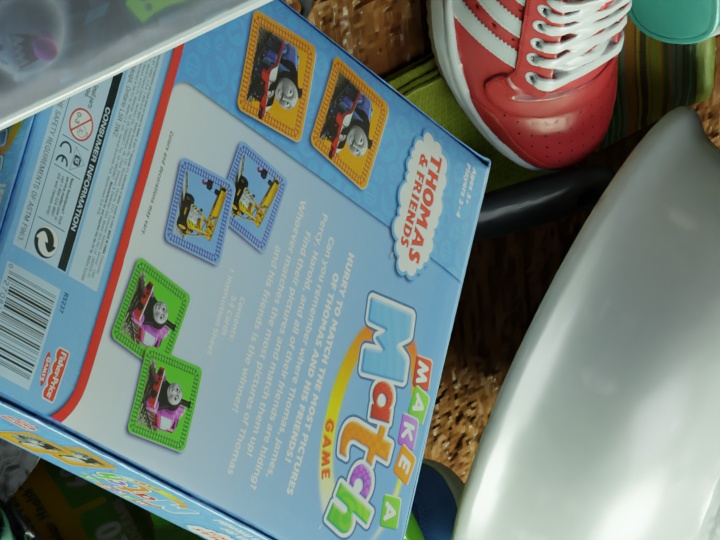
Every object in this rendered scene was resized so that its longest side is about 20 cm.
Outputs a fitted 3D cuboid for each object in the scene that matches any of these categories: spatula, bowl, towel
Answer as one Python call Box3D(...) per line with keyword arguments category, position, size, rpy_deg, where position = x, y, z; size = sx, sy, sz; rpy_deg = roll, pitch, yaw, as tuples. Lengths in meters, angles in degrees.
Box3D(category="spatula", position=(0.000, 0.000, 0.880), size=(0.199, 0.021, 0.057), rpy_deg=(-23, 143, -8))
Box3D(category="bowl", position=(0.119, 0.047, 0.939), size=(0.202, 0.090, 0.202), rpy_deg=(-56, 163, -26))
Box3D(category="towel", position=(0.053, -0.055, 0.918), size=(0.199, 0.018, 0.086), rpy_deg=(-29, 138, -19))

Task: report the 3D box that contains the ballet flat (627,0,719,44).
Box3D(category="ballet flat", position=(0.110, -0.170, 0.837), size=(0.069, 0.069, 0.201), rpy_deg=(-29, 138, -19))

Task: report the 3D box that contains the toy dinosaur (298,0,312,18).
Box3D(category="toy dinosaur", position=(-0.040, -0.138, 0.691), size=(0.200, 0.077, 0.103), rpy_deg=(22, 91, -55))

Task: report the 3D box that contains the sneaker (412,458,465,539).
Box3D(category="sneaker", position=(-0.043, 0.148, 0.962), size=(0.200, 0.077, 0.111), rpy_deg=(-45, 151, 10))

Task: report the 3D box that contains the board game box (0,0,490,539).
Box3D(category="board game box", position=(-0.041, -0.004, 0.722), size=(0.200, 0.036, 0.152), rpy_deg=(34, 64, -46))

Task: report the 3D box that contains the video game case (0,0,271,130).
Box3D(category="video game case", position=(-0.068, -0.159, 0.630), size=(0.181, 0.023, 0.201), rpy_deg=(-27, 103, -19))

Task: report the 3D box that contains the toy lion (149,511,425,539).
Box3D(category="toy lion", position=(-0.012, 0.120, 0.850), size=(0.068, 0.193, 0.200), rpy_deg=(-17, -175, 17))

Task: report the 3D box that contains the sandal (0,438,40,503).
Box3D(category="sandal", position=(-0.118, 0.016, 0.799), size=(0.075, 0.048, 0.201), rpy_deg=(43, 80, -17))

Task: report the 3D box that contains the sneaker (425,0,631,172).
Box3D(category="sneaker", position=(0.077, -0.098, 0.812), size=(0.071, 0.112, 0.201), rpy_deg=(-32, 133, -20))

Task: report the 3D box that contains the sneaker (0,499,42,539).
Box3D(category="sneaker", position=(-0.128, 0.074, 0.706), size=(0.199, 0.074, 0.088), rpy_deg=(17, 106, -46))

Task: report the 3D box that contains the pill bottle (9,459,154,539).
Box3D(category="pill bottle", position=(-0.156, 0.134, 0.825), size=(0.199, 0.111, 0.112), rpy_deg=(-24, 137, -24))
